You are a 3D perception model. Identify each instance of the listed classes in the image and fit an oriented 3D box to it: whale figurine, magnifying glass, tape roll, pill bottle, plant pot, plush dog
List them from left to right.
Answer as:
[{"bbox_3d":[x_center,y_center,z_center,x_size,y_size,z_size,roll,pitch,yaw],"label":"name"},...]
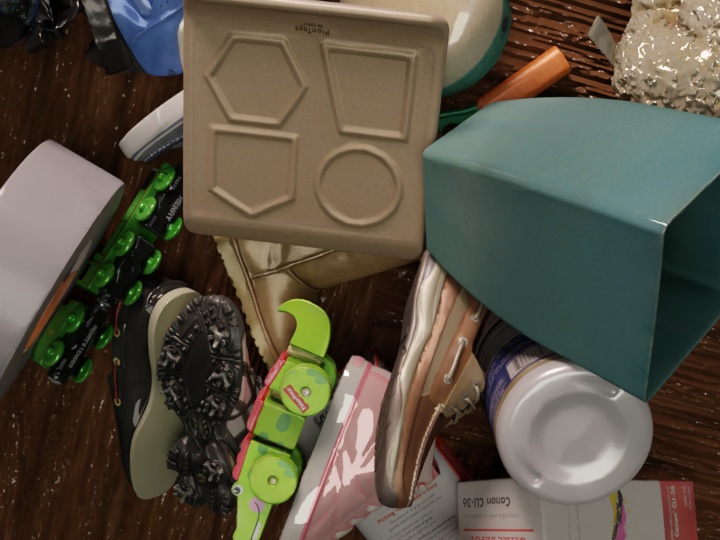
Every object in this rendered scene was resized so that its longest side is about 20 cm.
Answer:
[{"bbox_3d":[-0.255,0.004,0.797,0.066,0.200,0.201,30,101,-8],"label":"tape roll"},{"bbox_3d":[0.059,-0.229,0.810,0.159,0.104,0.201,1,82,30],"label":"whale figurine"},{"bbox_3d":[0.082,-0.117,0.870,0.200,0.022,0.080,-34,103,8],"label":"magnifying glass"},{"bbox_3d":[0.148,0.088,0.827,0.111,0.200,0.111,0,107,-1],"label":"pill bottle"},{"bbox_3d":[0.149,-0.038,0.739,0.200,0.141,0.142,25,136,34],"label":"plant pot"},{"bbox_3d":[0.277,-0.141,0.770,0.172,0.160,0.200,-6,108,42],"label":"plush dog"}]

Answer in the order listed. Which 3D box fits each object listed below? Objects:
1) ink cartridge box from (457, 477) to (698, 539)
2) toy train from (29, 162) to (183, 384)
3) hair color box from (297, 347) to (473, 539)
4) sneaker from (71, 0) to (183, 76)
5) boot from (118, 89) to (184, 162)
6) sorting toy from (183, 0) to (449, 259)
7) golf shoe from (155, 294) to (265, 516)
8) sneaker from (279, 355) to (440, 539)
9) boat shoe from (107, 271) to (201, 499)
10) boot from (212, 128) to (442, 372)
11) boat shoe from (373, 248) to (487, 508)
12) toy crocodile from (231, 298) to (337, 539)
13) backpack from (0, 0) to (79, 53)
[{"bbox_3d":[0.159,0.203,0.859,0.200,0.116,0.068,7,74,-29],"label":"ink cartridge box"},{"bbox_3d":[-0.195,0.000,0.844,0.042,0.056,0.200,39,75,-36],"label":"toy train"},{"bbox_3d":[0.031,0.178,0.919,0.101,0.061,0.200,-34,103,7],"label":"hair color box"},{"bbox_3d":[-0.176,-0.241,0.790,0.111,0.077,0.200,-5,122,-5],"label":"sneaker"},{"bbox_3d":[-0.092,-0.114,0.821,0.200,0.073,0.090,-28,103,25],"label":"boot"},{"bbox_3d":[-0.037,-0.104,0.774,0.185,0.037,0.200,7,123,3],"label":"sorting toy"},{"bbox_3d":[-0.114,0.100,0.874,0.078,0.094,0.200,19,120,21],"label":"golf shoe"},{"bbox_3d":[0.002,0.177,0.847,0.104,0.075,0.201,22,97,-1],"label":"sneaker"},{"bbox_3d":[-0.174,0.098,0.896,0.063,0.074,0.202,25,118,36],"label":"boat shoe"},{"bbox_3d":[0.000,0.000,0.862,0.200,0.066,0.175,-20,110,6],"label":"boot"},{"bbox_3d":[0.059,0.080,0.786,0.072,0.076,0.200,16,73,-2],"label":"boat shoe"},{"bbox_3d":[-0.064,0.120,0.829,0.062,0.068,0.200,20,100,1],"label":"toy crocodile"},{"bbox_3d":[-0.303,-0.265,0.744,0.200,0.154,0.191,12,86,27],"label":"backpack"}]
